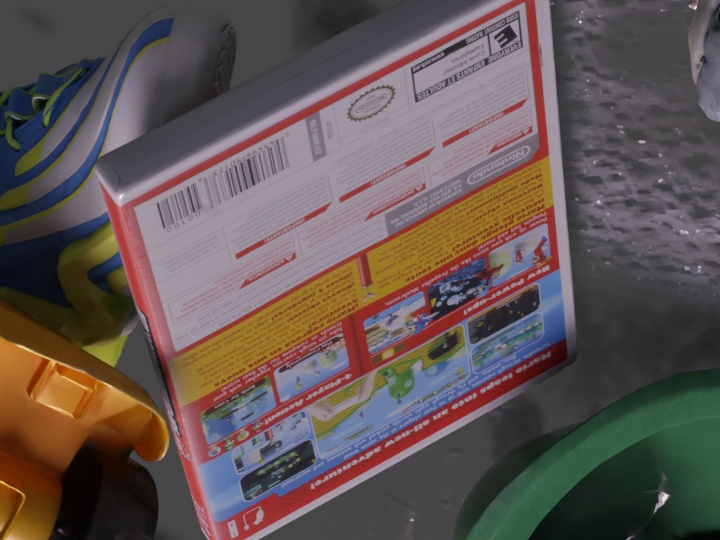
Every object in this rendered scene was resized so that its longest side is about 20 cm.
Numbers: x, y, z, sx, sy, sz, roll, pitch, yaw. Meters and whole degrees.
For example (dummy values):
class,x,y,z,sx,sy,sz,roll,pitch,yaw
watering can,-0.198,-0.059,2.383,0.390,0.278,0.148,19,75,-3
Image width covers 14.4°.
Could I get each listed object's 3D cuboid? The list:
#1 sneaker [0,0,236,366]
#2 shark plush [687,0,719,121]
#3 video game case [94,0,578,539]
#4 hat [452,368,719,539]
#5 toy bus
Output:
class,x,y,z,sx,sy,sz,roll,pitch,yaw
sneaker,-0.107,-0.025,0.893,0.104,0.076,0.200,17,145,-9
shark plush,0.160,-0.107,0.705,0.199,0.084,0.091,-21,135,37
video game case,0.000,0.000,0.883,0.142,0.017,0.201,-28,145,-13
hat,0.067,0.080,1.052,0.200,0.176,0.166,-44,126,5
toy bus,-0.161,0.078,0.916,0.135,0.192,0.201,27,103,-19
